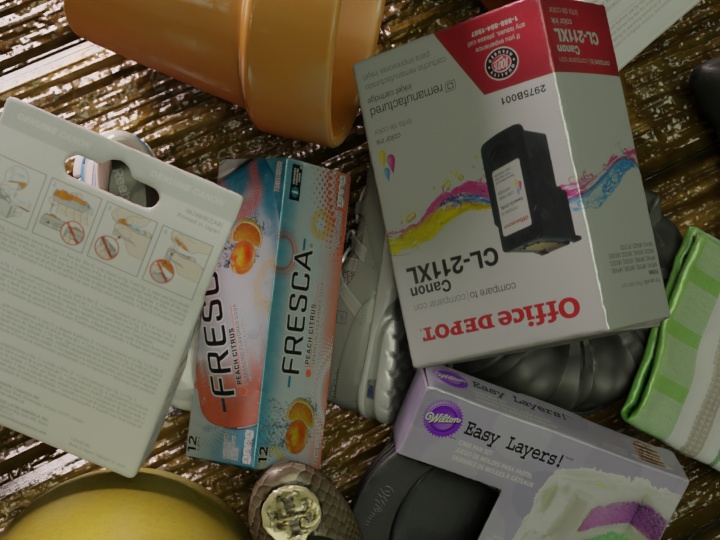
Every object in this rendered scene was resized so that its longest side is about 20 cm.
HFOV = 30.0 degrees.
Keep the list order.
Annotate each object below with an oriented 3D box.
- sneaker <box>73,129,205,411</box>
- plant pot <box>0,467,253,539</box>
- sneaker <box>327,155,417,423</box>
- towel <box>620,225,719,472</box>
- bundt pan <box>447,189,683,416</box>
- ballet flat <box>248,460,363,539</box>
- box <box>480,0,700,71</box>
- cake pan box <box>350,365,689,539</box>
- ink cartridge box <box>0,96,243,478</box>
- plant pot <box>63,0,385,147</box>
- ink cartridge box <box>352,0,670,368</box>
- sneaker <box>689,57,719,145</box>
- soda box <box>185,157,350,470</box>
[{"bbox_3d":[-0.138,0.000,0.880,0.075,0.087,0.200,-22,92,-15],"label":"sneaker"},{"bbox_3d":[-0.143,0.226,0.831,0.200,0.142,0.200,1,85,-12],"label":"plant pot"},{"bbox_3d":[0.000,0.000,0.910,0.082,0.075,0.200,6,85,21],"label":"sneaker"},{"bbox_3d":[0.278,0.072,0.951,0.200,0.031,0.149,25,80,-33],"label":"towel"},{"bbox_3d":[0.144,0.007,0.944,0.202,0.076,0.202,1,85,-13],"label":"bundt pan"},{"bbox_3d":[-0.024,0.214,0.855,0.067,0.046,0.200,-12,110,3],"label":"ballet flat"},{"bbox_3d":[0.120,-0.231,0.892,0.097,0.124,0.200,-40,100,-6],"label":"box"},{"bbox_3d":[0.090,0.175,0.899,0.200,0.052,0.184,22,103,-9],"label":"cake pan box"},{"bbox_3d":[-0.178,0.011,0.848,0.160,0.047,0.200,23,102,0],"label":"ink cartridge box"},{"bbox_3d":[-0.084,-0.194,0.864,0.183,0.200,0.200,11,83,6],"label":"plant pot"},{"bbox_3d":[0.091,-0.049,0.827,0.083,0.146,0.200,-6,83,-52],"label":"ink cartridge box"},{"bbox_3d":[0.306,-0.068,0.980,0.091,0.076,0.200,-43,93,-18],"label":"sneaker"},{"bbox_3d":[-0.060,0.029,0.879,0.068,0.064,0.200,12,82,-50],"label":"soda box"}]
